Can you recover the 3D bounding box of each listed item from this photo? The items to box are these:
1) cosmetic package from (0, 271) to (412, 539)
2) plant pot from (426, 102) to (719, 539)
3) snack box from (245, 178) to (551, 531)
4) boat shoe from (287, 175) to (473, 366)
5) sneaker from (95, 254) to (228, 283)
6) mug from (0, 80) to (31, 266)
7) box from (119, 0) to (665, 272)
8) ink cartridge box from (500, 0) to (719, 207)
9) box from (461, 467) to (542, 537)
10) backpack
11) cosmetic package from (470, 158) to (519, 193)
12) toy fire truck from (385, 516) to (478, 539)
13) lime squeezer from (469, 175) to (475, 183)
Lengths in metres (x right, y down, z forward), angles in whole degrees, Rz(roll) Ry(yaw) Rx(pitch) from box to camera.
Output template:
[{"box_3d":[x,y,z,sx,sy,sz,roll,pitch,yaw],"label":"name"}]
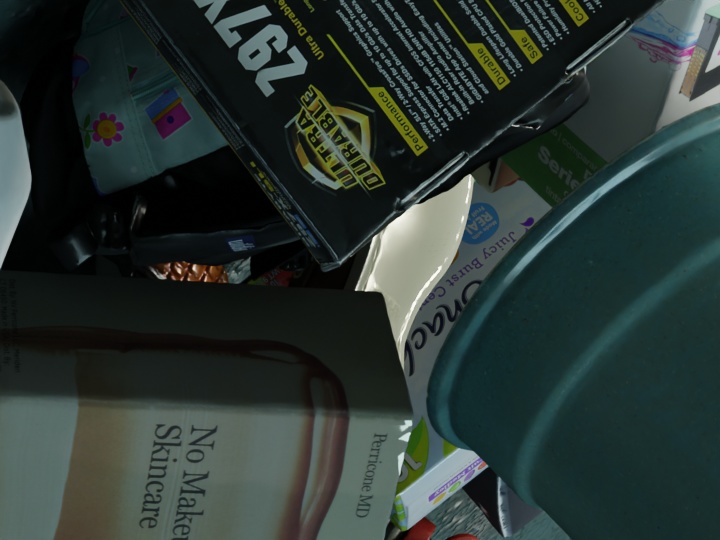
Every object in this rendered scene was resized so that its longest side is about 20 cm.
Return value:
[{"box_3d":[-0.088,0.067,0.975,0.198,0.088,0.104,2,125,-13],"label":"cosmetic package"},{"box_3d":[0.163,0.070,0.930,0.199,0.196,0.201,-30,152,-18],"label":"plant pot"},{"box_3d":[0.053,0.016,1.192,0.199,0.142,0.053,-37,156,-14],"label":"snack box"},{"box_3d":[0.000,0.000,1.126,0.072,0.059,0.201,47,54,-45],"label":"boat shoe"},{"box_3d":[-0.101,0.055,1.110,0.201,0.091,0.076,72,33,-42],"label":"sneaker"},{"box_3d":[-0.193,-0.008,0.771,0.154,0.149,0.186,-58,160,14],"label":"mug"},{"box_3d":[-0.009,-0.128,0.785,0.159,0.200,0.049,-39,-174,-7],"label":"box"},{"box_3d":[0.148,-0.124,0.973,0.144,0.084,0.201,-26,148,-33],"label":"ink cartridge box"},{"box_3d":[0.106,0.019,1.276,0.200,0.148,0.105,-38,156,-13],"label":"box"},{"box_3d":[-0.016,-0.078,0.898,0.199,0.128,0.167,-23,173,26],"label":"backpack"},{"box_3d":[0.115,-0.135,1.104,0.199,0.087,0.104,-32,152,-24],"label":"cosmetic package"},{"box_3d":[-0.003,0.145,1.222,0.129,0.176,0.200,-51,177,-31],"label":"toy fire truck"},{"box_3d":[0.139,-0.104,1.194,0.198,0.071,0.038,-15,140,-6],"label":"lime squeezer"}]
